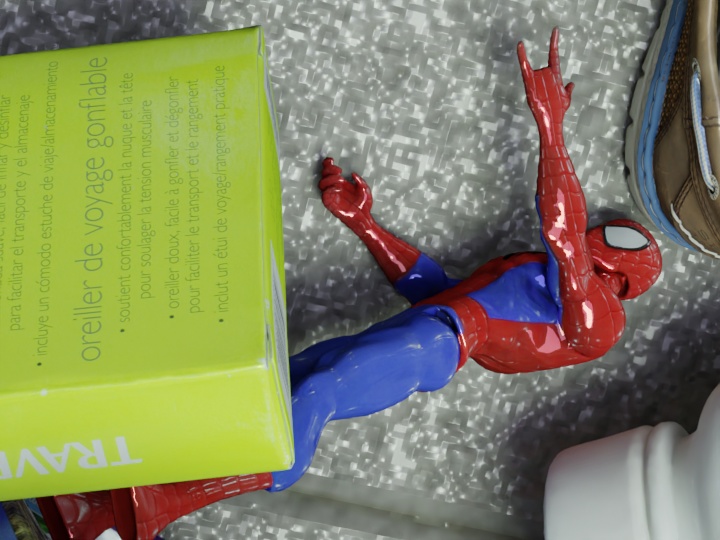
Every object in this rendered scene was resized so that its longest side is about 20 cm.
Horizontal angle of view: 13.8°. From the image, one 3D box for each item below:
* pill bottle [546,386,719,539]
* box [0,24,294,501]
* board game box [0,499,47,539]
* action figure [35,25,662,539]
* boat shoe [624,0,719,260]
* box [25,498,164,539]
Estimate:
[{"bbox_3d":[0.160,0.071,0.810,0.200,0.113,0.113,-16,107,18],"label":"pill bottle"},{"bbox_3d":[-0.119,0.003,0.739,0.199,0.122,0.048,-6,137,3],"label":"box"},{"bbox_3d":[-0.081,0.165,0.741,0.097,0.159,0.200,-29,108,-6],"label":"board game box"},{"bbox_3d":[0.000,0.000,0.806,0.200,0.065,0.099,-17,94,-34],"label":"action figure"},{"bbox_3d":[0.125,-0.099,0.823,0.072,0.072,0.201,3,101,-15],"label":"boat shoe"},{"bbox_3d":[-0.065,0.154,0.847,0.200,0.039,0.137,36,91,-19],"label":"box"}]
